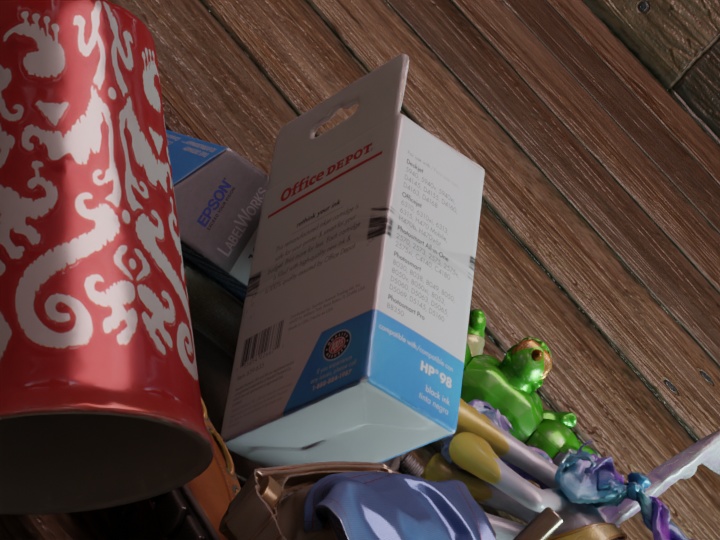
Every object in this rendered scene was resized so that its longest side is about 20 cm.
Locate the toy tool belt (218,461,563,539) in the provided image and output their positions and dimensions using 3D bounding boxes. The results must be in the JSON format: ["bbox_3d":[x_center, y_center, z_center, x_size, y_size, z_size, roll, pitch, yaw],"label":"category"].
[{"bbox_3d":[0.000,0.128,0.757,0.200,0.122,0.126,1,64,-63],"label":"toy tool belt"}]

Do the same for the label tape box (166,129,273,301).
[{"bbox_3d":[-0.093,-0.037,1.108,0.200,0.064,0.144,35,-6,-27],"label":"label tape box"}]

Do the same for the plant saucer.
[{"bbox_3d":[-0.085,0.063,1.037,0.200,0.032,0.200,37,19,-15],"label":"plant saucer"}]

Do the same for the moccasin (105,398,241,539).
[{"bbox_3d":[-0.073,0.128,0.870,0.077,0.074,0.202,16,32,-46],"label":"moccasin"}]

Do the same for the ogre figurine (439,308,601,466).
[{"bbox_3d":[0.089,0.089,1.257,0.201,0.098,0.120,60,2,1],"label":"ogre figurine"}]

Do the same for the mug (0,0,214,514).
[{"bbox_3d":[-0.153,-0.013,0.811,0.177,0.133,0.201,11,61,-34],"label":"mug"}]

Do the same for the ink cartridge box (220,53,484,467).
[{"bbox_3d":[0.000,0.000,0.987,0.067,0.116,0.201,30,52,-31],"label":"ink cartridge box"}]

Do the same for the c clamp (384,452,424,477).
[{"bbox_3d":[0.055,0.155,1.139,0.200,0.027,0.171,47,19,9],"label":"c clamp"}]

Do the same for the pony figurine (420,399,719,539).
[{"bbox_3d":[0.125,0.145,1.062,0.199,0.167,0.193,26,9,14],"label":"pony figurine"}]
